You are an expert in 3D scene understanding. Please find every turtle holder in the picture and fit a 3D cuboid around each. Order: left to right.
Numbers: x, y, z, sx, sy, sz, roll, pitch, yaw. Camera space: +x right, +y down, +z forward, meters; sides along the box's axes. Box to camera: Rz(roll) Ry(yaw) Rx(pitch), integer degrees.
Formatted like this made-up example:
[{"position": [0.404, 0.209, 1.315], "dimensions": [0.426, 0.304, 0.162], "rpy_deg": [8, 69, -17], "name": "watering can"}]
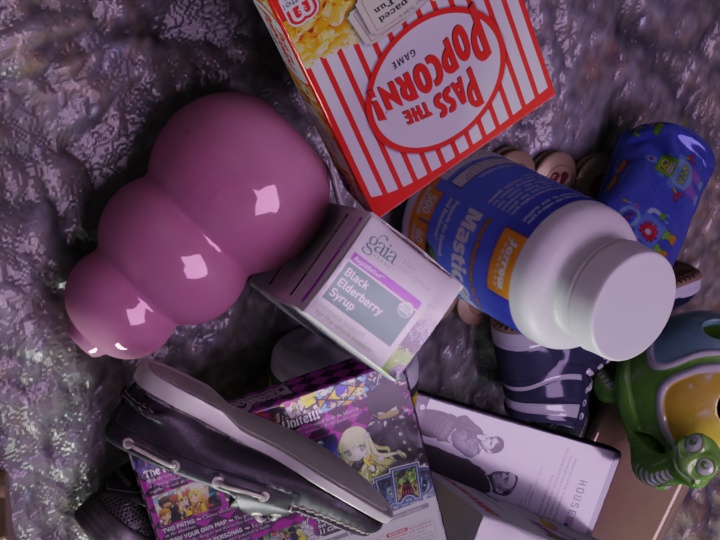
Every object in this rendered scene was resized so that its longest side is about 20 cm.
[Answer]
[{"position": [0.281, 0.105, 1.455], "dimensions": [0.185, 0.132, 0.141], "rpy_deg": [-10, 79, -54], "name": "turtle holder"}]

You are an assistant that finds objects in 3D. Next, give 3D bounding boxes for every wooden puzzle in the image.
[{"position": [0.241, 0.194, 1.587], "dimensions": [0.200, 0.037, 0.185], "rpy_deg": [21, 96, -47], "name": "wooden puzzle"}]

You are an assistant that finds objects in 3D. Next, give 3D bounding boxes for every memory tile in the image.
[{"position": [0.126, -0.026, 1.397], "dimensions": [0.200, 0.017, 0.153], "rpy_deg": [1, 110, -39], "name": "memory tile"}]

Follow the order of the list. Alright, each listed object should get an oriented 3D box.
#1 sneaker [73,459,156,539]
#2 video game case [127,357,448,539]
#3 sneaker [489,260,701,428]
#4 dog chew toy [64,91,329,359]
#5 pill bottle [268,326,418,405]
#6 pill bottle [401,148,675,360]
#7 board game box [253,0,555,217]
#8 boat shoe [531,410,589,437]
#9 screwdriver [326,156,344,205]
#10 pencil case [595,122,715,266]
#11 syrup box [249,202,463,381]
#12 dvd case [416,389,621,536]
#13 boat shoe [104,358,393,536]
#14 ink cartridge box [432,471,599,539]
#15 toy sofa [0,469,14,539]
[{"position": [-0.107, 0.189, 1.273], "dimensions": [0.114, 0.076, 0.199], "rpy_deg": [-49, 127, -1], "name": "sneaker"}, {"position": [-0.046, 0.166, 1.213], "dimensions": [0.200, 0.036, 0.181], "rpy_deg": [-19, 114, -9], "name": "video game case"}, {"position": [0.197, 0.061, 1.437], "dimensions": [0.200, 0.070, 0.109], "rpy_deg": [-17, 116, -24], "name": "sneaker"}, {"position": [-0.116, -0.023, 1.141], "dimensions": [0.200, 0.125, 0.125], "rpy_deg": [-45, 132, -2], "name": "dog chew toy"}, {"position": [-0.018, 0.150, 1.302], "dimensions": [0.111, 0.111, 0.200], "rpy_deg": [-12, 118, -34], "name": "pill bottle"}, {"position": [0.130, -0.009, 1.262], "dimensions": [0.112, 0.200, 0.112], "rpy_deg": [-17, 120, -32], "name": "pill bottle"}, {"position": [0.028, -0.148, 1.083], "dimensions": [0.151, 0.046, 0.200], "rpy_deg": [-36, 136, -8], "name": "board game box"}, {"position": [0.149, 0.199, 1.492], "dimensions": [0.073, 0.062, 0.200], "rpy_deg": [33, 89, -43], "name": "boat shoe"}, {"position": [0.000, 0.000, 1.296], "dimensions": [0.028, 0.029, 0.200], "rpy_deg": [-32, 132, -24], "name": "screwdriver"}, {"position": [0.213, -0.032, 1.374], "dimensions": [0.087, 0.078, 0.200], "rpy_deg": [39, 58, -14], "name": "pencil case"}, {"position": [-0.008, 0.009, 1.170], "dimensions": [0.079, 0.200, 0.081], "rpy_deg": [37, 87, -14], "name": "syrup box"}, {"position": [0.104, 0.193, 1.428], "dimensions": [0.200, 0.025, 0.150], "rpy_deg": [18, 96, -21], "name": "dvd case"}, {"position": [-0.072, 0.130, 1.133], "dimensions": [0.200, 0.074, 0.060], "rpy_deg": [30, 97, -19], "name": "boat shoe"}, {"position": [0.132, 0.239, 1.355], "dimensions": [0.200, 0.145, 0.085], "rpy_deg": [23, 91, -21], "name": "ink cartridge box"}, {"position": [-0.273, 0.238, 1.172], "dimensions": [0.083, 0.098, 0.200], "rpy_deg": [-5, 116, -10], "name": "toy sofa"}]
